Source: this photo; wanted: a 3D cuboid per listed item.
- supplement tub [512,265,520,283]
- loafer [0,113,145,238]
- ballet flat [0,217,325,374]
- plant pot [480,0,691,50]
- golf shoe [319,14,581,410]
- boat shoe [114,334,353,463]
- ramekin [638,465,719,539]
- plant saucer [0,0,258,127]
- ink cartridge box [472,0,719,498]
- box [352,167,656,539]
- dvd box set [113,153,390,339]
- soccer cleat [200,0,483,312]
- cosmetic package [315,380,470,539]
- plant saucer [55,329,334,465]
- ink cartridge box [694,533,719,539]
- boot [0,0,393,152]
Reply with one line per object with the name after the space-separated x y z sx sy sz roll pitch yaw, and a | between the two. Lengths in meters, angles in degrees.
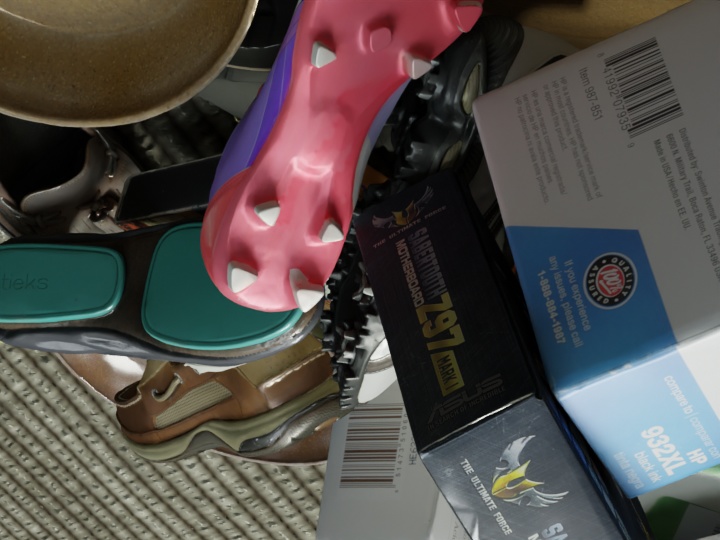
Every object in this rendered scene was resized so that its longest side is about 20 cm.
0.158 0.013 0.868 0.199 0.123 0.123 -4 141 32 | supplement tub
-0.159 -0.057 0.968 0.200 0.072 0.063 46 171 -31 | loafer
-0.090 0.013 0.937 0.199 0.073 0.073 1 144 30 | ballet flat
0.076 -0.140 0.771 0.199 0.028 0.200 13 148 8 | plant pot
0.042 -0.014 0.845 0.094 0.078 0.200 8 130 -17 | golf shoe
-0.073 0.051 1.046 0.200 0.076 0.074 -12 105 57 | boat shoe
0.188 0.103 1.010 0.199 0.098 0.200 14 148 9 | ramekin
-0.124 -0.147 0.759 0.199 0.035 0.201 12 131 14 | plant saucer
0.156 -0.029 0.717 0.199 0.145 0.084 -24 137 14 | ink cartridge box
0.071 0.080 0.772 0.051 0.158 0.200 -27 121 6 | box
0.000 0.000 0.977 0.200 0.030 0.146 31 155 -36 | dvd box set
-0.009 -0.078 0.768 0.067 0.076 0.201 17 108 -26 | soccer cleat
0.059 0.124 1.071 0.074 0.102 0.200 -3 158 31 | cosmetic package
-0.083 0.045 1.129 0.199 0.032 0.200 15 148 10 | plant saucer
0.153 0.207 0.996 0.145 0.084 0.200 27 148 -30 | ink cartridge box
-0.083 -0.100 0.885 0.199 0.078 0.138 19 166 24 | boot
